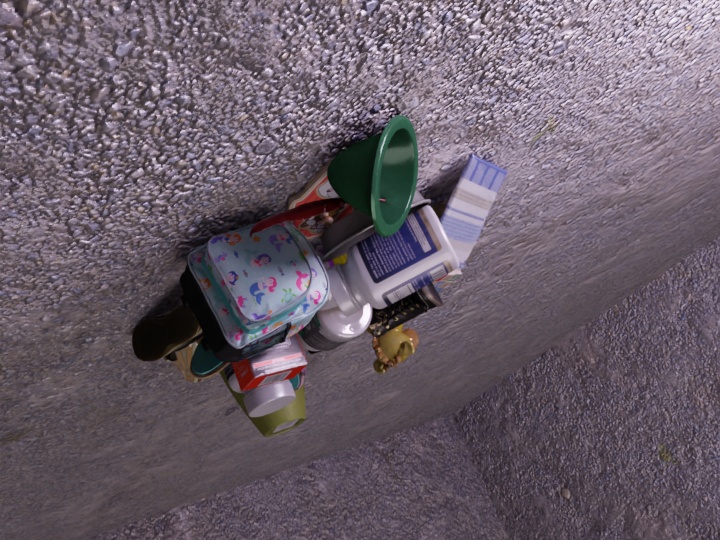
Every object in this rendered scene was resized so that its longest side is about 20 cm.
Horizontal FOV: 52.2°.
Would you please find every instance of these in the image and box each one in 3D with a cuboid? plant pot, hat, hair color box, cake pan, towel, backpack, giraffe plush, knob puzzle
[{"bbox_3d":[-0.193,0.235,1.536,0.185,0.202,0.188,-21,160,-8],"label":"plant pot"},{"bbox_3d":[-0.031,-0.138,1.031,0.174,0.168,0.200,10,-161,22],"label":"hat"},{"bbox_3d":[-0.169,0.079,1.174,0.100,0.202,0.061,-9,157,-36],"label":"hair color box"},{"bbox_3d":[0.019,-0.077,1.179,0.198,0.037,0.200,-28,176,-2],"label":"cake pan"},{"bbox_3d":[0.179,-0.096,1.277,0.146,0.024,0.202,6,111,-56],"label":"towel"},{"bbox_3d":[-0.147,0.018,1.091,0.198,0.179,0.151,-20,163,-37],"label":"backpack"},{"bbox_3d":[0.070,0.131,1.638,0.197,0.164,0.173,-19,160,-17],"label":"giraffe plush"},{"bbox_3d":[-0.031,-0.098,1.147,0.217,0.031,0.220,-23,160,-8],"label":"knob puzzle"}]

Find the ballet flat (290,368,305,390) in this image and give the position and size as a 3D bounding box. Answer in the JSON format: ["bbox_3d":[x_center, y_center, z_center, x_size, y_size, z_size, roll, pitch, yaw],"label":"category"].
[{"bbox_3d":[-0.147,0.137,1.449,0.068,0.203,0.071,-8,-162,10],"label":"ballet flat"}]

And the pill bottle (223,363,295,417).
[{"bbox_3d":[-0.194,0.154,1.331,0.118,0.202,0.120,-21,160,-8],"label":"pill bottle"}]

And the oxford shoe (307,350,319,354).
[{"bbox_3d":[-0.041,0.132,1.571,0.071,0.073,0.199,38,139,-24],"label":"oxford shoe"}]

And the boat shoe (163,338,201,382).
[{"bbox_3d":[-0.334,0.154,1.386,0.075,0.072,0.201,-3,147,-15],"label":"boat shoe"}]

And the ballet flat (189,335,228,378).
[{"bbox_3d":[-0.219,0.109,1.240,0.063,0.068,0.201,90,24,-54],"label":"ballet flat"}]

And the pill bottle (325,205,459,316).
[{"bbox_3d":[0.046,-0.009,1.161,0.198,0.112,0.111,-28,160,5],"label":"pill bottle"}]

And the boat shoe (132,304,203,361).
[{"bbox_3d":[-0.309,0.103,1.231,0.199,0.073,0.066,-25,167,39],"label":"boat shoe"}]

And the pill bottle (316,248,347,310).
[{"bbox_3d":[0.000,0.000,1.319,0.198,0.105,0.104,-13,157,-30],"label":"pill bottle"}]

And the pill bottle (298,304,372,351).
[{"bbox_3d":[-0.061,0.095,1.436,0.112,0.115,0.200,-15,170,-25],"label":"pill bottle"}]

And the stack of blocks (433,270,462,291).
[{"bbox_3d":[0.128,-0.002,1.530,0.115,0.059,0.199,-38,156,32],"label":"stack of blocks"}]

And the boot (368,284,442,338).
[{"bbox_3d":[0.078,0.068,1.416,0.149,0.074,0.200,-29,177,3],"label":"boot"}]

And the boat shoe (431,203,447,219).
[{"bbox_3d":[0.101,-0.065,1.285,0.200,0.073,0.064,-35,148,-29],"label":"boat shoe"}]
